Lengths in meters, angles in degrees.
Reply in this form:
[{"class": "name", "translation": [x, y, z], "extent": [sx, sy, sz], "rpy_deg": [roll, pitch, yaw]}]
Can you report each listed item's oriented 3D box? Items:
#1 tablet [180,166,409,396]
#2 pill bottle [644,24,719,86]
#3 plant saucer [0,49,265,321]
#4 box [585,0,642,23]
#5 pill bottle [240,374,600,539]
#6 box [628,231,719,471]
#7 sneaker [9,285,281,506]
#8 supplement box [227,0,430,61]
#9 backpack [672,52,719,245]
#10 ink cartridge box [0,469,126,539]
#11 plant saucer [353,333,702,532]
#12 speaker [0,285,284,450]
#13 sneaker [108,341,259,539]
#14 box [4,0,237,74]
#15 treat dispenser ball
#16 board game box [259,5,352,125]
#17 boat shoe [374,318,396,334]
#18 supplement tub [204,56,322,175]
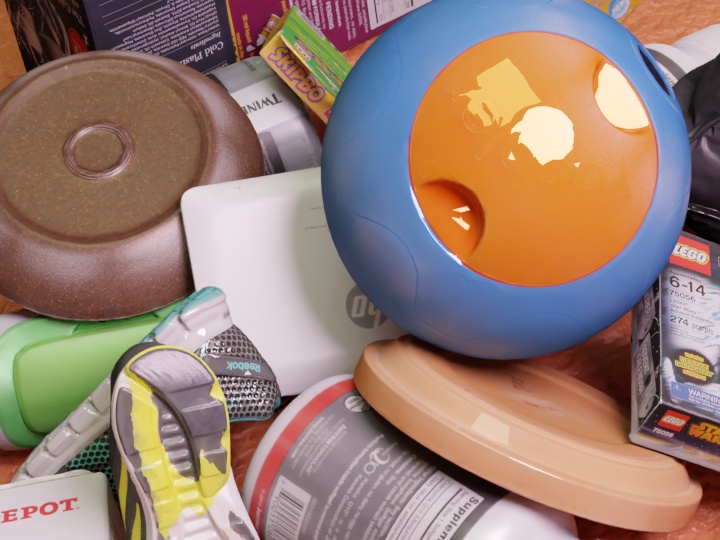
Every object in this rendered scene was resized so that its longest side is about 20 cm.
[{"class": "tablet", "translation": [0.000, 0.000, 0.997], "extent": [0.199, 0.014, 0.131], "rpy_deg": [-10, 87, -10]}, {"class": "pill bottle", "translation": [0.172, -0.078, 1.091], "extent": [0.199, 0.114, 0.114], "rpy_deg": [-28, 47, -19]}, {"class": "plant saucer", "translation": [-0.159, -0.065, 1.026], "extent": [0.199, 0.037, 0.201], "rpy_deg": [-1, 59, 1]}, {"class": "box", "translation": [0.094, -0.138, 1.150], "extent": [0.200, 0.042, 0.119], "rpy_deg": [-28, 14, 50]}, {"class": "pill bottle", "translation": [0.042, 0.147, 0.881], "extent": [0.199, 0.116, 0.116], "rpy_deg": [29, 55, 32]}, {"class": "box", "translation": [0.246, 0.063, 0.926], "extent": [0.199, 0.040, 0.137], "rpy_deg": [19, 44, -10]}, {"class": "sneaker", "translation": [-0.126, 0.105, 0.953], "extent": [0.200, 0.091, 0.078], "rpy_deg": [-44, 3, 17]}, {"class": "supplement box", "translation": [-0.059, -0.234, 1.298], "extent": [0.199, 0.104, 0.131], "rpy_deg": [-29, 47, -20]}, {"class": "backpack", "translation": [0.278, -0.053, 0.993], "extent": [0.167, 0.200, 0.127], "rpy_deg": [-33, 29, 44]}, {"class": "ink cartridge box", "translation": [-0.192, 0.216, 0.872], "extent": [0.144, 0.084, 0.201], "rpy_deg": [-10, 44, -1]}, {"class": "plant saucer", "translation": [0.093, 0.081, 0.910], "extent": [0.199, 0.032, 0.200], "rpy_deg": [22, 10, -4]}, {"class": "speaker", "translation": [-0.144, 0.055, 1.028], "extent": [0.199, 0.089, 0.089], "rpy_deg": [-10, 44, -1]}, {"class": "sneaker", "translation": [-0.092, 0.129, 0.888], "extent": [0.074, 0.201, 0.085], "rpy_deg": [-8, 13, -13]}, {"class": "box", "translation": [-0.179, -0.184, 1.211], "extent": [0.104, 0.183, 0.200], "rpy_deg": [-28, 46, -18]}, {"class": "treat dispenser ball", "translation": [0.078, -0.053, 0.906], "extent": [0.200, 0.202, 0.202], "rpy_deg": [-5, 44, 5]}, {"class": "board game box", "translation": [-0.023, -0.130, 1.133], "extent": [0.030, 0.096, 0.200], "rpy_deg": [-43, 10, 7]}, {"class": "boat shoe", "translation": [0.020, -0.014, 1.089], "extent": [0.075, 0.061, 0.201], "rpy_deg": [-7, 44, 2]}, {"class": "supplement tub", "translation": [-0.130, -0.054, 1.111], "extent": [0.199, 0.123, 0.123], "rpy_deg": [-23, 45, -15]}]
